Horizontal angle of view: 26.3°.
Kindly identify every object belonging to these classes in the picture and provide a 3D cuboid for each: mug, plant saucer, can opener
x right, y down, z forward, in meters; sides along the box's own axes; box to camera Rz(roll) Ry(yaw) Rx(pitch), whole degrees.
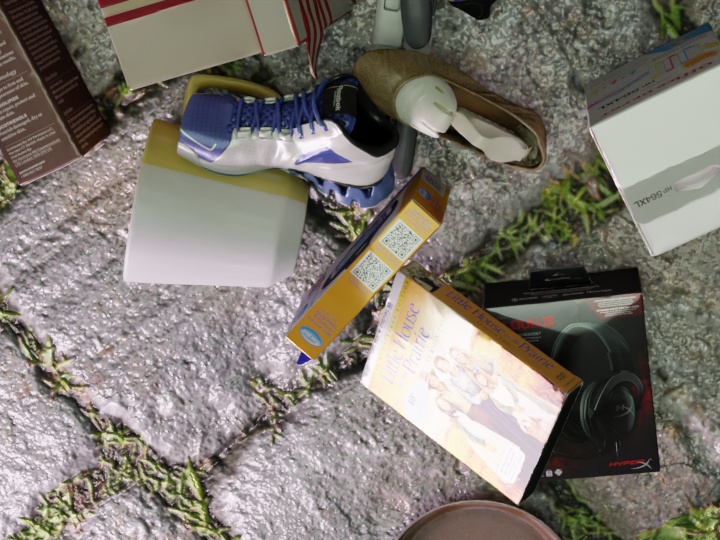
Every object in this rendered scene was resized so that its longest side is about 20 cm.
[{"bbox_3d":[-0.125,-0.067,1.400,0.153,0.150,0.187,11,116,-5],"label":"mug"},{"bbox_3d":[0.120,0.316,1.547,0.199,0.032,0.201,2,109,6],"label":"plant saucer"},{"bbox_3d":[0.032,-0.177,1.380,0.053,0.067,0.201,9,108,5],"label":"can opener"}]

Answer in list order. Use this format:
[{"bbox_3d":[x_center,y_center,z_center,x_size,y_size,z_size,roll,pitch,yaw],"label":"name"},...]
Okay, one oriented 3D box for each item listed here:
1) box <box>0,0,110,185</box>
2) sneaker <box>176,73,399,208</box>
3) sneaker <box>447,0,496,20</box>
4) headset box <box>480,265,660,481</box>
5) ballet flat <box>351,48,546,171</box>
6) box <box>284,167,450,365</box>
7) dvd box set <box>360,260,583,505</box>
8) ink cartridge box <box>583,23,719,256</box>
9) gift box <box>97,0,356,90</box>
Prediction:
[{"bbox_3d":[-0.314,-0.188,1.402,0.075,0.100,0.200,-22,103,13],"label":"box"},{"bbox_3d":[-0.052,-0.130,1.332,0.199,0.081,0.115,14,147,-9],"label":"sneaker"},{"bbox_3d":[0.153,-0.294,1.333,0.200,0.070,0.100,-38,121,7],"label":"sneaker"},{"bbox_3d":[0.196,0.090,1.442,0.148,0.077,0.201,-6,108,9],"label":"headset box"},{"bbox_3d":[0.086,-0.134,1.348,0.200,0.072,0.068,23,116,-27],"label":"ballet flat"},{"bbox_3d":[0.000,0.000,1.414,0.041,0.119,0.200,43,107,-7],"label":"box"},{"bbox_3d":[0.097,0.103,1.417,0.200,0.029,0.147,37,130,23],"label":"dvd box set"},{"bbox_3d":[0.274,-0.112,1.301,0.128,0.200,0.125,-26,103,14],"label":"ink cartridge box"},{"bbox_3d":[-0.107,-0.255,1.319,0.186,0.185,0.201,-14,109,20],"label":"gift box"}]
